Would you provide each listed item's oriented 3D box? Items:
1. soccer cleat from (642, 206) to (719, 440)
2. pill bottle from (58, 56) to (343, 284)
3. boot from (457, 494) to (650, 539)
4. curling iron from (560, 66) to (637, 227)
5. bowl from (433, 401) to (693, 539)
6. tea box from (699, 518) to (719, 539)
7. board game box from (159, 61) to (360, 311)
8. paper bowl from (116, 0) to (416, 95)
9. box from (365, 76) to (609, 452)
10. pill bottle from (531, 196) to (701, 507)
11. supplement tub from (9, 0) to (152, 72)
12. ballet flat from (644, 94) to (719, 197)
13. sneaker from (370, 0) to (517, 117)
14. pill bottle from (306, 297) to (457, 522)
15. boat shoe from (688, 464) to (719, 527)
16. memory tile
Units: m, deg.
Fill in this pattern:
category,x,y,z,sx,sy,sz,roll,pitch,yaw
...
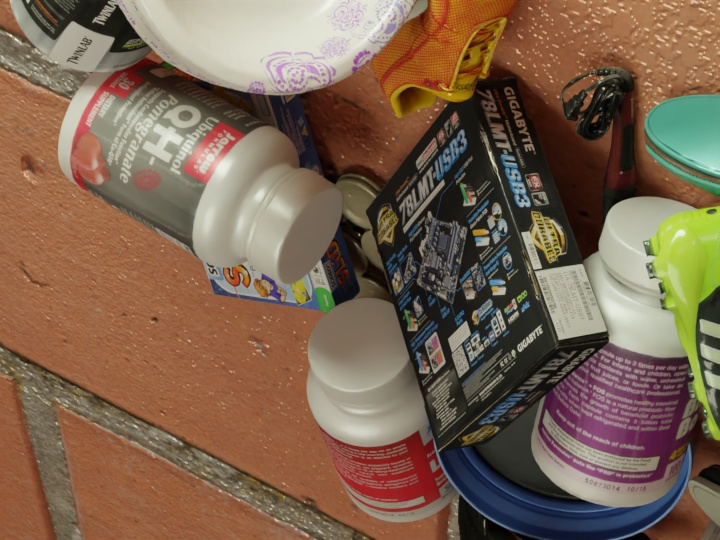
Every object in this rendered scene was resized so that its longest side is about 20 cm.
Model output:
category,x,y,z,sx,sy,sz,roll,pitch,yaw
soccer cleat,0.243,0.046,1.263,0.081,0.068,0.201,-16,121,14
pill bottle,-0.115,-0.071,1.451,0.199,0.111,0.111,30,147,21
boot,0.163,0.221,1.645,0.200,0.137,0.078,-116,25,-64
curling iron,0.166,-0.063,1.341,0.049,0.026,0.201,-10,139,3
bowl,0.156,0.126,1.518,0.199,0.039,0.201,8,129,10
tea box,0.322,0.311,1.493,0.196,0.200,0.134,18,142,26
board game box,-0.086,-0.066,1.548,0.135,0.034,0.201,7,127,39
paper bowl,-0.063,-0.213,1.233,0.201,0.201,0.104,51,170,-20
box,0.082,0.000,1.384,0.200,0.049,0.199,-50,51,56
pill bottle,0.189,0.055,1.362,0.112,0.112,0.201,24,126,20
supplement tub,-0.162,-0.230,1.368,0.122,0.123,0.200,41,148,-6
ballet flat,0.267,-0.062,1.219,0.199,0.068,0.070,10,150,38
sneaker,0.069,-0.156,1.276,0.077,0.073,0.200,65,156,4
pill bottle,0.020,0.110,1.583,0.112,0.113,0.200,20,154,25
boat shoe,0.337,0.188,1.453,0.199,0.062,0.075,25,161,33
memory tile,0.000,0.000,1.592,0.153,0.017,0.200,0,132,44
